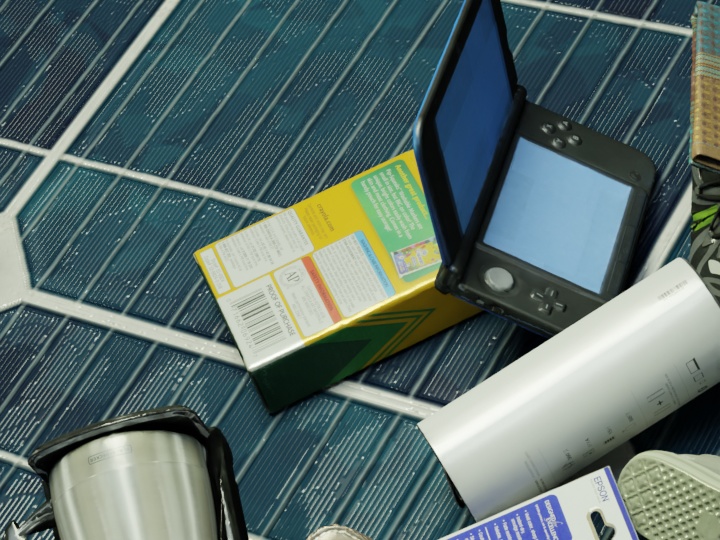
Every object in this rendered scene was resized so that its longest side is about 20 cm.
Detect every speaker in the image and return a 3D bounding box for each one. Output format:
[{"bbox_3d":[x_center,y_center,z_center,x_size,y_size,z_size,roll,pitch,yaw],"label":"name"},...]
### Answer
[{"bbox_3d":[0.136,0.078,1.510,0.199,0.081,0.081,-33,46,-1],"label":"speaker"}]

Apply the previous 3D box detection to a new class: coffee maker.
[{"bbox_3d":[-0.104,0.204,1.453,0.134,0.192,0.201,-27,63,25],"label":"coffee maker"}]

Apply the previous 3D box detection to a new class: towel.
[{"bbox_3d":[0.307,-0.094,1.592,0.198,0.022,0.147,16,49,-9],"label":"towel"}]

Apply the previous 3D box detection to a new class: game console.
[{"bbox_3d":[0.117,-0.075,1.585,0.170,0.119,0.201,23,45,-1],"label":"game console"}]

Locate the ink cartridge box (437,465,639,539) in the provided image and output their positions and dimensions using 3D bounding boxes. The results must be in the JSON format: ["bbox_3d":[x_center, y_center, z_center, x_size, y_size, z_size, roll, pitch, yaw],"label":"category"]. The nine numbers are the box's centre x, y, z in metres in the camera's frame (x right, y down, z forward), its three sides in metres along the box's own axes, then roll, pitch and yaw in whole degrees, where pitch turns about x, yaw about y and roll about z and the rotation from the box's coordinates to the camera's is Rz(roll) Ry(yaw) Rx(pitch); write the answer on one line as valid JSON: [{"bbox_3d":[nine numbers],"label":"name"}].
[{"bbox_3d":[0.075,0.197,1.458,0.199,0.037,0.095,-26,44,7],"label":"ink cartridge box"}]

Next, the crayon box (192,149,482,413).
[{"bbox_3d":[0.000,0.000,1.666,0.199,0.052,0.126,-26,46,-3],"label":"crayon box"}]

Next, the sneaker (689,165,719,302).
[{"bbox_3d":[0.243,-0.041,1.593,0.070,0.083,0.201,-7,49,12],"label":"sneaker"}]

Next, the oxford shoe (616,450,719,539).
[{"bbox_3d":[0.239,0.162,1.426,0.199,0.076,0.058,31,20,37],"label":"oxford shoe"}]

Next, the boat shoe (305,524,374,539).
[{"bbox_3d":[0.013,0.213,1.409,0.072,0.060,0.200,-30,45,-1],"label":"boat shoe"}]
